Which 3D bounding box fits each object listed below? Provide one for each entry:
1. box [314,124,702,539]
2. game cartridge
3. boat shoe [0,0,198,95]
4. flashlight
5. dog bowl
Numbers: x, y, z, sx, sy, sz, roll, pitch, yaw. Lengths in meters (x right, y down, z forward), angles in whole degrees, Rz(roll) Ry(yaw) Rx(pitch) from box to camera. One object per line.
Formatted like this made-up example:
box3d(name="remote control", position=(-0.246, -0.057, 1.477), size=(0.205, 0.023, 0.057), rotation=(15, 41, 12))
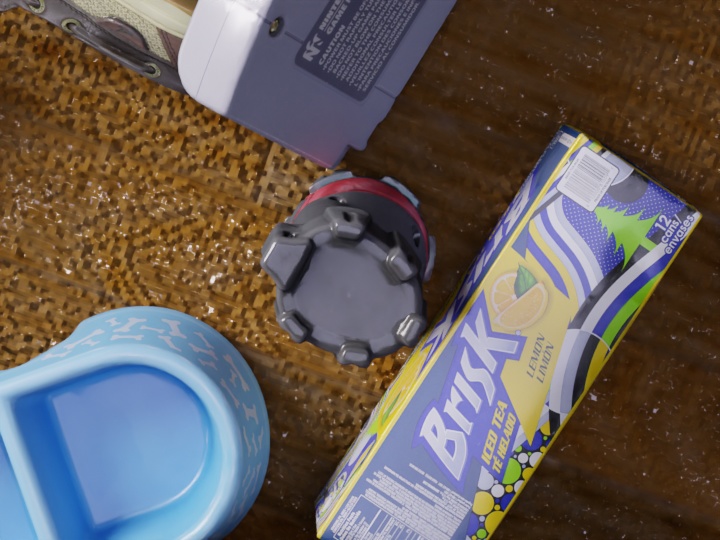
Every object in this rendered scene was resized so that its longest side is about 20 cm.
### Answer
box3d(name="box", position=(0.060, 0.039, 0.984), size=(0.064, 0.070, 0.201), rotation=(33, 95, -5))
box3d(name="game cartridge", position=(0.008, -0.142, 0.935), size=(0.041, 0.133, 0.201), rotation=(35, 95, 31))
box3d(name="boat shoe", position=(-0.137, -0.135, 0.962), size=(0.199, 0.073, 0.065), rotation=(32, 128, 9))
box3d(name="flashlight", position=(0.000, 0.000, 0.914), size=(0.067, 0.200, 0.068), rotation=(-18, 98, 0))
box3d(name="dog bowl", position=(-0.137, 0.089, 0.989), size=(0.199, 0.050, 0.112), rotation=(-19, 96, 2))
